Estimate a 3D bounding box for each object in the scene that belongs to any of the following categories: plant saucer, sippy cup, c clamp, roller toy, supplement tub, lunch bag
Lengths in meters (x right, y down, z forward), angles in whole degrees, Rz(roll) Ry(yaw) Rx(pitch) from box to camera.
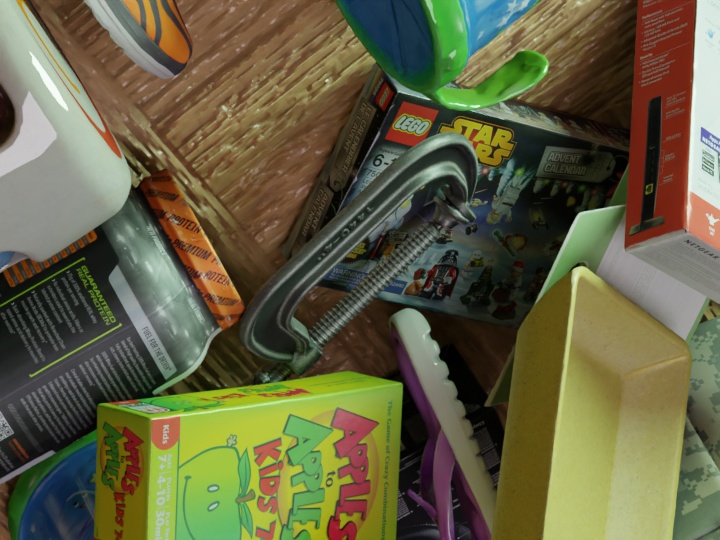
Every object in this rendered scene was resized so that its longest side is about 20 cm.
[{"bbox_3d":[0.131,0.118,1.572,0.200,0.048,0.202,31,63,-59],"label":"plant saucer"},{"bbox_3d":[-0.132,0.177,1.616,0.139,0.131,0.179,0,124,-25],"label":"sippy cup"},{"bbox_3d":[0.000,0.000,1.556,0.200,0.027,0.171,-45,155,7],"label":"c clamp"},{"bbox_3d":[-0.218,-0.080,1.361,0.139,0.183,0.200,-32,132,0],"label":"roller toy"},{"bbox_3d":[-0.171,0.033,1.507,0.199,0.123,0.123,-29,131,-3],"label":"supplement tub"},{"bbox_3d":[0.057,-0.186,1.464,0.130,0.140,0.178,-30,158,-16],"label":"sippy cup"},{"bbox_3d":[0.255,0.129,1.727,0.167,0.201,0.139,-33,135,8],"label":"lunch bag"}]

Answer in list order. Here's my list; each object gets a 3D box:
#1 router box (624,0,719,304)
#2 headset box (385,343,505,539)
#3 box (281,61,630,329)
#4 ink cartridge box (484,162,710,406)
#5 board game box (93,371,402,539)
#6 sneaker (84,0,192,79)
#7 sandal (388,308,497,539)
[{"bbox_3d":[0.243,-0.063,1.611,0.199,0.181,0.049,26,149,-38],"label":"router box"},{"bbox_3d":[0.038,0.168,1.739,0.148,0.077,0.201,-29,132,-4],"label":"headset box"},{"bbox_3d":[0.067,-0.039,1.626,0.199,0.040,0.138,12,117,-32],"label":"box"},{"bbox_3d":[0.152,0.001,1.630,0.199,0.048,0.146,-8,131,-46],"label":"ink cartridge box"},{"bbox_3d":[-0.062,0.120,1.527,0.199,0.047,0.102,-5,100,-45],"label":"board game box"},{"bbox_3d":[-0.112,-0.195,1.400,0.112,0.078,0.200,-32,131,0],"label":"sneaker"},{"bbox_3d":[0.050,0.123,1.611,0.049,0.204,0.083,-20,163,-4],"label":"sandal"}]
